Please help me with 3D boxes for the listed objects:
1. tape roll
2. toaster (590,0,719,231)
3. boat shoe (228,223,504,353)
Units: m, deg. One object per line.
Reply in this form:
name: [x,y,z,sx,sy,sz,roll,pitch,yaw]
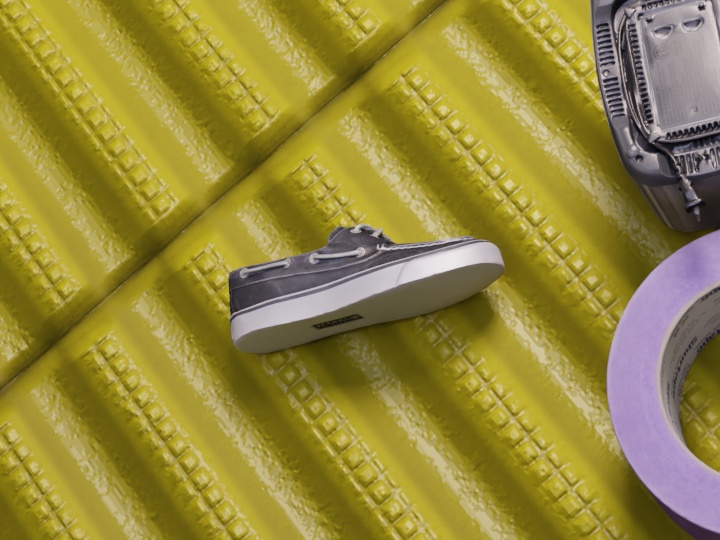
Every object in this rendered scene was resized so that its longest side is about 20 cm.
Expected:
tape roll: [0.258,0.077,1.223,0.198,0.085,0.202,-5,71,16]
toaster: [0.220,-0.110,1.272,0.113,0.129,0.202,-14,68,14]
boat shoe: [0.000,0.000,1.346,0.198,0.072,0.068,-17,69,20]
